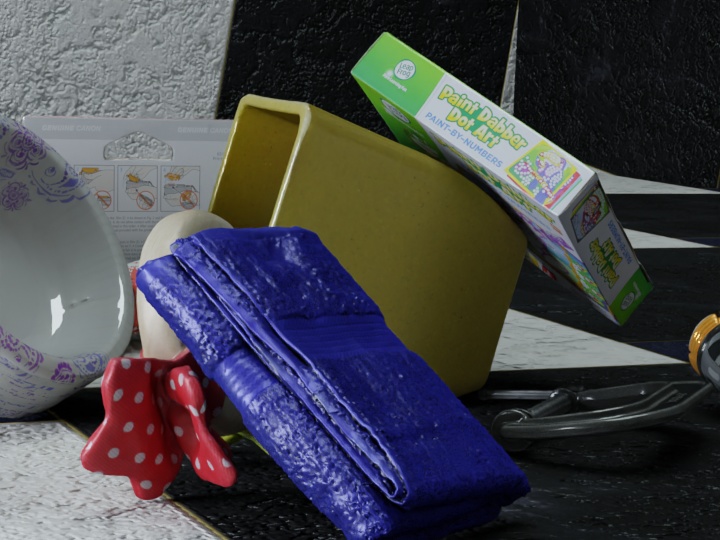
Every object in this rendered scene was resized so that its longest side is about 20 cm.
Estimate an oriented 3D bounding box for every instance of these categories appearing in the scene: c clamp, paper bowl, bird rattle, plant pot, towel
[{"bbox_3d":[0.142,0.093,1.256,0.171,0.027,0.200,-6,2,15],"label":"c clamp"},{"bbox_3d":[-0.250,0.003,1.263,0.104,0.201,0.201,-32,-8,25],"label":"paper bowl"},{"bbox_3d":[-0.093,0.047,1.093,0.113,0.163,0.200,-15,-11,28],"label":"bird rattle"},{"bbox_3d":[0.000,0.000,1.380,0.200,0.196,0.194,17,2,-18],"label":"plant pot"},{"bbox_3d":[-0.009,0.054,1.011,0.200,0.050,0.148,49,30,22],"label":"towel"}]

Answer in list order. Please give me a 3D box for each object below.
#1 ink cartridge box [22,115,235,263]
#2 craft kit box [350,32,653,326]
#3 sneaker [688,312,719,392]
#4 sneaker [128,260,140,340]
[{"bbox_3d":[-0.190,-0.039,1.614,0.200,0.176,0.045,0,1,-23],"label":"ink cartridge box"},{"bbox_3d":[0.104,-0.063,1.376,0.200,0.049,0.198,37,-9,31],"label":"craft kit box"},{"bbox_3d":[0.335,0.072,1.360,0.200,0.078,0.077,-1,20,-1],"label":"sneaker"},{"bbox_3d":[-0.187,0.031,1.522,0.201,0.067,0.108,-5,10,-26],"label":"sneaker"}]
